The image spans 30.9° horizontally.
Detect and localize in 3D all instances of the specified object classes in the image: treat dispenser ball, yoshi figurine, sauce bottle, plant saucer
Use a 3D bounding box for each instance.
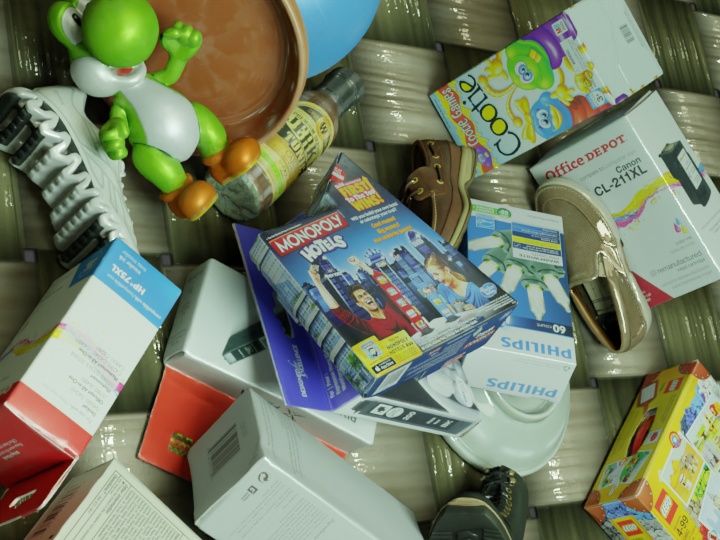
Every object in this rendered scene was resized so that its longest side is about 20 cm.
[{"bbox_3d":[-0.078,-0.267,1.149,0.200,0.200,0.202,16,63,-33],"label":"treat dispenser ball"},{"bbox_3d":[-0.167,-0.143,1.038,0.200,0.112,0.113,51,18,-15],"label":"yoshi figurine"},{"bbox_3d":[-0.063,-0.124,1.194,0.065,0.065,0.200,49,50,-11],"label":"sauce bottle"},{"bbox_3d":[0.146,0.100,1.278,0.199,0.050,0.202,17,62,-34],"label":"plant saucer"},{"bbox_3d":[-0.137,-0.189,1.076,0.200,0.200,0.032,46,33,-14],"label":"plant saucer"}]

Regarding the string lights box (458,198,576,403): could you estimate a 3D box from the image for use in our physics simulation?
[{"bbox_3d":[0.143,0.026,1.239,0.102,0.059,0.201,10,43,-6],"label":"string lights box"}]

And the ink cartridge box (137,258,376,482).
[{"bbox_3d":[-0.076,0.111,1.101,0.199,0.043,0.175,29,55,-26],"label":"ink cartridge box"}]

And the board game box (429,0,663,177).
[{"bbox_3d":[0.186,-0.190,1.328,0.103,0.200,0.105,-33,94,-41],"label":"board game box"}]

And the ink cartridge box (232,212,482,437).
[{"bbox_3d":[-0.003,0.043,1.130,0.199,0.043,0.199,16,41,-39],"label":"ink cartridge box"}]

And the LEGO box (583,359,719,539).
[{"bbox_3d":[0.338,0.220,1.364,0.149,0.077,0.200,48,50,-13],"label":"LEGO box"}]

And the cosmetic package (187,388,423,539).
[{"bbox_3d":[-0.036,0.198,1.032,0.200,0.081,0.113,42,10,-22],"label":"cosmetic package"}]

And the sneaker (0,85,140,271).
[{"bbox_3d":[-0.215,-0.062,1.046,0.081,0.075,0.201,-27,90,-51],"label":"sneaker"}]

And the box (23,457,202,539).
[{"bbox_3d":[-0.152,0.244,0.961,0.200,0.078,0.095,48,50,-13],"label":"box"}]

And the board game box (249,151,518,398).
[{"bbox_3d":[0.000,0.000,1.084,0.199,0.062,0.200,-21,64,-47],"label":"board game box"}]

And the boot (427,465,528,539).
[{"bbox_3d":[0.110,0.211,1.150,0.201,0.077,0.139,77,22,-50],"label":"boot"}]

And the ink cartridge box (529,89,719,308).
[{"bbox_3d":[0.299,-0.070,1.405,0.083,0.145,0.201,-38,96,-44],"label":"ink cartridge box"}]

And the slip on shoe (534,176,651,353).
[{"bbox_3d":[0.242,-0.004,1.385,0.061,0.076,0.201,-37,104,-48],"label":"slip on shoe"}]

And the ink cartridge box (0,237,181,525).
[{"bbox_3d":[-0.225,0.083,0.943,0.067,0.116,0.201,42,51,-18],"label":"ink cartridge box"}]

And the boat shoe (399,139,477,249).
[{"bbox_3d":[0.068,-0.061,1.256,0.067,0.072,0.201,20,38,-6],"label":"boat shoe"}]
